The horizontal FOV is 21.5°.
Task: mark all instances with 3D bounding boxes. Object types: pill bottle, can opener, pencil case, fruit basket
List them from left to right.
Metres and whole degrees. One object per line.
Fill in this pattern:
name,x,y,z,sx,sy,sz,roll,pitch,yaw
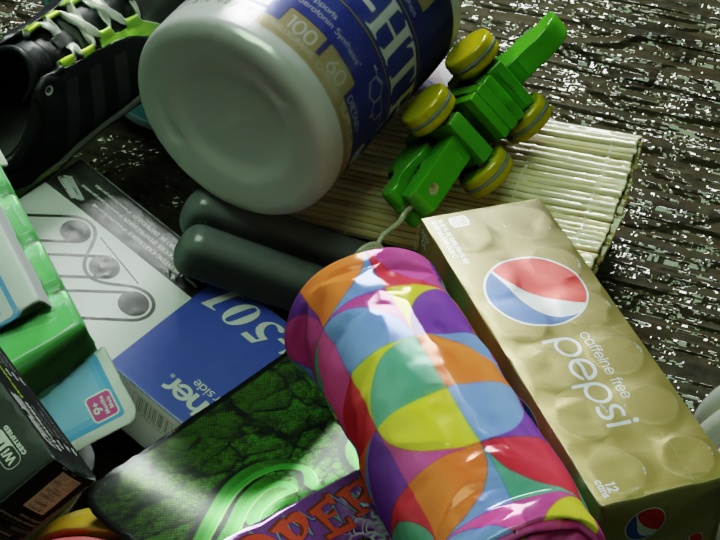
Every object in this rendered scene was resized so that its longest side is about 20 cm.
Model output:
fruit basket,-0.236,0.038,0.918,0.199,0.094,0.186,-25,70,-15
pill bottle,-0.016,-0.133,1.006,0.119,0.120,0.200,21,49,22
can opener,0.000,0.000,1.013,0.199,0.067,0.053,16,46,-12
pencil case,0.033,0.077,0.827,0.088,0.089,0.200,-17,44,-10

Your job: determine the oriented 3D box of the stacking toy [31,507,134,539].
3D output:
stacking toy,-0.125,0.158,0.893,0.145,0.147,0.200,4,34,8

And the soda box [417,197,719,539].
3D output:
soda box,0.092,0.054,0.876,0.067,0.064,0.200,-11,43,-19

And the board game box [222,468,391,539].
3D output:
board game box,0.041,0.130,0.852,0.200,0.032,0.120,-25,46,-31

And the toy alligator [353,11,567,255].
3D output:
toy alligator,0.041,-0.062,1.004,0.200,0.059,0.054,-53,21,-21

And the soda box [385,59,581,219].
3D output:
soda box,0.051,-0.072,1.099,0.200,0.070,0.063,33,61,28

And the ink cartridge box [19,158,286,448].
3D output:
ink cartridge box,-0.111,0.031,1.004,0.200,0.044,0.094,37,50,16

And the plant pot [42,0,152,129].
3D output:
plant pot,-0.072,-0.208,1.163,0.200,0.201,0.188,36,44,30

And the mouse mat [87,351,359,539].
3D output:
mouse mat,-0.009,0.100,0.904,0.161,0.008,0.200,32,48,27

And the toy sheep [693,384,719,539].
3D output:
toy sheep,0.212,0.105,0.891,0.137,0.138,0.200,9,41,13

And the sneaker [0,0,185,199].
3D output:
sneaker,-0.160,-0.107,1.020,0.072,0.083,0.200,37,82,9

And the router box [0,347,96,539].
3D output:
router box,-0.237,0.062,0.845,0.150,0.062,0.200,-40,71,-2

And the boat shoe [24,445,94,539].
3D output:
boat shoe,-0.205,0.151,0.921,0.200,0.062,0.072,-39,26,-31

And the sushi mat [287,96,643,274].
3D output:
sushi mat,0.047,-0.051,1.034,0.199,0.012,0.096,12,61,20
